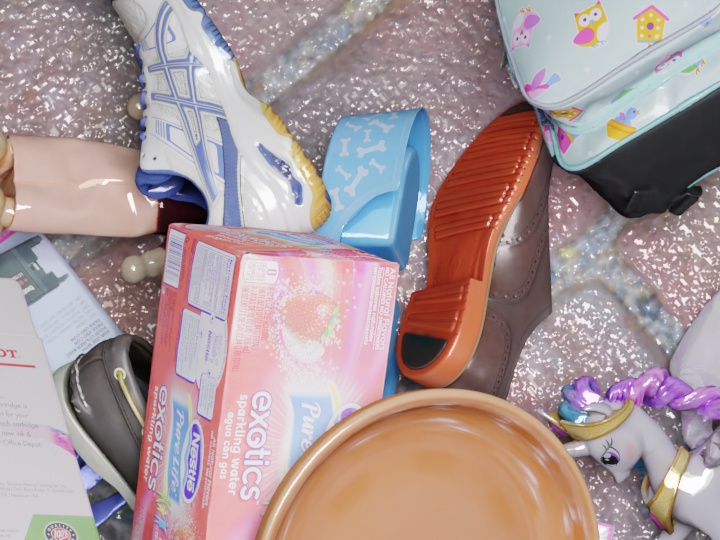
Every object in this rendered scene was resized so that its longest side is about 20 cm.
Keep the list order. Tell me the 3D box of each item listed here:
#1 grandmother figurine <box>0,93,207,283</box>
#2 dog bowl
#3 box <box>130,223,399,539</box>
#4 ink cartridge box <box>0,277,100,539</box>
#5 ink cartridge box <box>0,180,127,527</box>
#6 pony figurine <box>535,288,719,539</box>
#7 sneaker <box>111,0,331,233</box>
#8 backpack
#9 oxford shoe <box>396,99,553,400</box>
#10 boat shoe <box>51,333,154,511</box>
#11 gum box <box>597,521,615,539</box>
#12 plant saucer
[{"bbox_3d":[-0.123,-0.047,1.310,0.199,0.061,0.122,6,75,-19],"label":"grandmother figurine"},{"bbox_3d":[0.000,0.000,1.303,0.049,0.111,0.201,7,78,10],"label":"dog bowl"},{"bbox_3d":[-0.053,0.082,1.181,0.094,0.103,0.201,4,97,-27],"label":"box"},{"bbox_3d":[-0.221,0.097,1.201,0.117,0.067,0.200,7,49,-36],"label":"ink cartridge box"},{"bbox_3d":[-0.198,0.058,1.307,0.119,0.042,0.200,-38,85,-11],"label":"ink cartridge box"},{"bbox_3d":[0.221,0.100,1.289,0.193,0.167,0.200,-43,101,0],"label":"pony figurine"},{"bbox_3d":[-0.101,-0.088,1.262,0.088,0.075,0.200,-34,66,-2],"label":"sneaker"},{"bbox_3d":[0.163,-0.157,1.301,0.176,0.153,0.200,-33,47,21],"label":"backpack"},{"bbox_3d":[0.083,-0.009,1.342,0.072,0.071,0.200,34,67,-32],"label":"oxford shoe"},{"bbox_3d":[-0.090,0.121,1.260,0.061,0.072,0.201,-32,108,32],"label":"boat shoe"},{"bbox_3d":[0.086,0.228,1.257,0.066,0.114,0.201,13,78,-2],"label":"gum box"},{"bbox_3d":[0.031,0.158,1.156,0.200,0.037,0.201,-4,99,-25],"label":"plant saucer"}]
